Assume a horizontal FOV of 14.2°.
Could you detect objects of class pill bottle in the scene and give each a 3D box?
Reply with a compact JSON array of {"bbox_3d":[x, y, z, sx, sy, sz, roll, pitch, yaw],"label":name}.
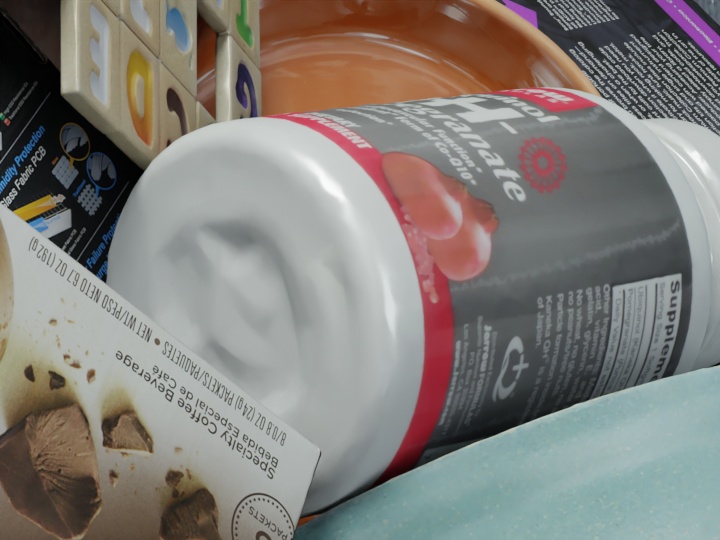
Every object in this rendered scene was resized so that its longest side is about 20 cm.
[{"bbox_3d":[0.032,0.004,0.842,0.200,0.111,0.111,-9,92,-47],"label":"pill bottle"}]

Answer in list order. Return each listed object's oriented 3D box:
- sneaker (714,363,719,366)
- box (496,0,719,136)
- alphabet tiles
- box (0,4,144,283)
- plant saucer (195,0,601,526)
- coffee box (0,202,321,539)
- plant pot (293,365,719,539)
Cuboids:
[{"bbox_3d":[0.116,0.073,1.042,0.200,0.078,0.140,59,-6,25],"label":"sneaker"},{"bbox_3d":[0.085,-0.066,1.079,0.143,0.036,0.200,48,31,17],"label":"box"},{"bbox_3d":[-0.060,-0.107,0.828,0.200,0.008,0.167,48,39,-68],"label":"alphabet tiles"},{"bbox_3d":[-0.124,0.028,0.788,0.199,0.050,0.200,48,46,-21],"label":"box"},{"bbox_3d":[0.000,0.000,0.936,0.200,0.032,0.201,3,79,-16],"label":"plant saucer"},{"bbox_3d":[-0.116,0.044,0.696,0.200,0.080,0.113,40,49,-27],"label":"coffee box"},{"bbox_3d":[0.067,0.128,0.829,0.200,0.200,0.134,1,63,-55],"label":"plant pot"}]
